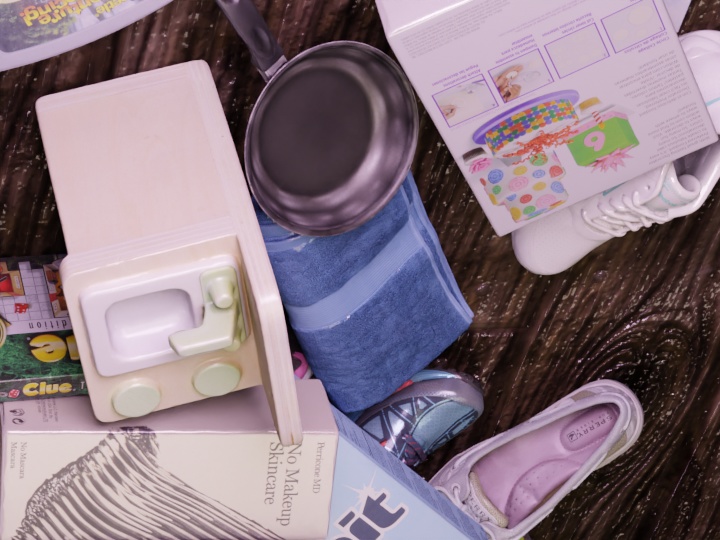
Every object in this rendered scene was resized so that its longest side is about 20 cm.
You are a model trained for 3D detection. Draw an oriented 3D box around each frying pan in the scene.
[{"bbox_3d":[-0.046,-0.089,1.298,0.190,0.031,0.115,26,92,-36],"label":"frying pan"}]

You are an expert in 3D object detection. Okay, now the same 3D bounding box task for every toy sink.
[{"bbox_3d":[-0.113,0.002,1.306,0.112,0.200,0.130,-14,139,-6],"label":"toy sink"}]

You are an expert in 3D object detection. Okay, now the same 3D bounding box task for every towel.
[{"bbox_3d":[0.000,0.000,1.431,0.112,0.049,0.200,-41,141,-16],"label":"towel"}]

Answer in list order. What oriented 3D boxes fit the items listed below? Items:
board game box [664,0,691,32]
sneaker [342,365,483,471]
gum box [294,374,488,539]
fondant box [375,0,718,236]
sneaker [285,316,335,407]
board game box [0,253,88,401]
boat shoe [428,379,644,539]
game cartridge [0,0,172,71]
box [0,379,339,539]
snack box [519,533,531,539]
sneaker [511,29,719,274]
[{"bbox_3d":[0.137,-0.221,1.285,0.151,0.037,0.200,-1,136,-19],"label":"board game box"},{"bbox_3d":[0.008,0.145,1.578,0.200,0.096,0.079,-35,136,17],"label":"sneaker"},{"bbox_3d":[-0.037,0.184,1.505,0.170,0.045,0.200,-43,120,10],"label":"gum box"},{"bbox_3d":[0.107,-0.120,1.312,0.144,0.058,0.200,-24,140,8],"label":"fondant box"},{"bbox_3d":[-0.090,0.119,1.529,0.200,0.080,0.086,-35,138,19],"label":"sneaker"},{"bbox_3d":[-0.167,0.031,1.388,0.200,0.105,0.023,-5,138,-17],"label":"board game box"},{"bbox_3d":[0.108,0.146,1.618,0.202,0.074,0.065,-34,171,10],"label":"boat shoe"},{"bbox_3d":[-0.168,-0.175,1.223,0.200,0.041,0.133,-23,142,4],"label":"game cartridge"},{"bbox_3d":[-0.118,0.113,1.383,0.200,0.068,0.082,0,115,-11],"label":"box"},{"bbox_3d":[0.036,0.245,1.725,0.200,0.053,0.142,-22,137,4],"label":"snack box"},{"bbox_3d":[0.168,-0.058,1.437,0.070,0.080,0.200,19,127,-37],"label":"sneaker"}]
